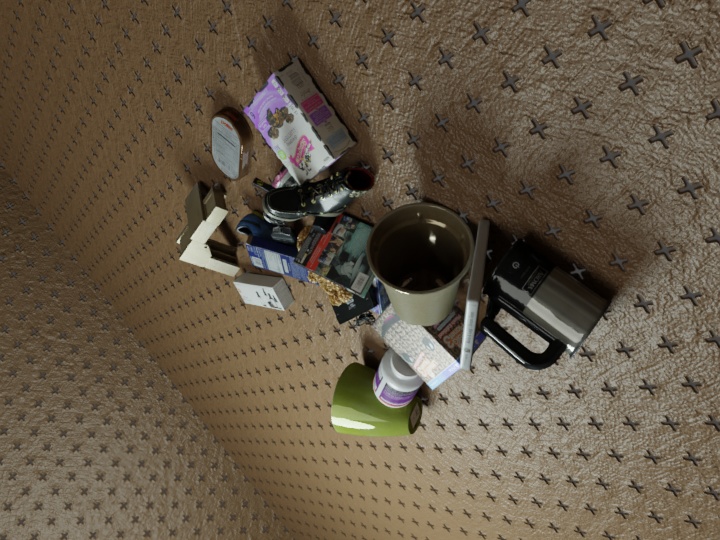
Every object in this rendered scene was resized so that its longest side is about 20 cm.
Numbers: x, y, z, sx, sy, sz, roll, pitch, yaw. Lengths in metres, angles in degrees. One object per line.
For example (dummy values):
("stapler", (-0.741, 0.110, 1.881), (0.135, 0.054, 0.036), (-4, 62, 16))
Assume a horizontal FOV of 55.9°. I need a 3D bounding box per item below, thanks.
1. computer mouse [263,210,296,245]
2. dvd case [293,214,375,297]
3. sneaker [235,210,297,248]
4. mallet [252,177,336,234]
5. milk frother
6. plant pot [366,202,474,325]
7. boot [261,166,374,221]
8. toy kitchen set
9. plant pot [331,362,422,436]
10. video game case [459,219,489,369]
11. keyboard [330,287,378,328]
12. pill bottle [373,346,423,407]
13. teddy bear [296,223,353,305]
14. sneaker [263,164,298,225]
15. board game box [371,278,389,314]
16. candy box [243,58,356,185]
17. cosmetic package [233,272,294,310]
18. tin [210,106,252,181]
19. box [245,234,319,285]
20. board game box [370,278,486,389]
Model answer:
("computer mouse", (-0.187, -0.107, 1.584), (0.058, 0.035, 0.200), (9, 162, 8))
("dvd case", (-0.038, -0.043, 1.471), (0.198, 0.148, 0.022), (24, 172, 33))
("sneaker", (-0.230, -0.077, 1.719), (0.198, 0.078, 0.067), (31, 142, 23))
("mallet", (-0.148, -0.140, 1.477), (0.197, 0.067, 0.041), (20, 163, -2))
("milk frother", (0.311, 0.072, 1.201), (0.187, 0.182, 0.200), (38, -170, 16))
("plant pot", (0.119, 0.007, 1.307), (0.199, 0.201, 0.185), (31, 156, 25))
("boot", (-0.084, -0.160, 1.366), (0.153, 0.201, 0.075), (-28, 71, 53))
("toy kitchen set", (-0.389, -0.130, 1.878), (0.200, 0.179, 0.165), (-48, 42, 26))
("plant pot", (0.054, 0.352, 1.760), (0.197, 0.188, 0.189), (9, 133, 27))
("video game case", (0.205, 0.043, 1.218), (0.023, 0.202, 0.184), (8, 136, 10))
("keyboard", (-0.006, 0.081, 1.607), (0.200, 0.039, 0.106), (-31, 78, 60))
("pill bottle", (0.096, 0.247, 1.614), (0.112, 0.112, 0.201), (40, 155, 12))
("teddy bear", (-0.087, -0.007, 1.566), (0.144, 0.066, 0.203), (12, 127, 60))
("sneaker", (-0.164, -0.156, 1.560), (0.086, 0.081, 0.200), (34, 152, 3))
("board game box", (0.000, 0.000, 1.561), (0.134, 0.034, 0.202), (27, 143, 31))
("candy box", (-0.124, -0.291, 1.369), (0.201, 0.071, 0.167), (53, 148, -8))
("cosmetic package", (-0.280, 0.059, 1.946), (0.198, 0.051, 0.083), (5, 128, 47))
("tin", (-0.309, -0.297, 1.621), (0.111, 0.042, 0.201), (35, 146, 12))
("box", (-0.183, -0.023, 1.696), (0.197, 0.033, 0.122), (18, 156, 8))
("board game box", (0.143, 0.133, 1.472), (0.200, 0.097, 0.160), (44, 148, 7))
